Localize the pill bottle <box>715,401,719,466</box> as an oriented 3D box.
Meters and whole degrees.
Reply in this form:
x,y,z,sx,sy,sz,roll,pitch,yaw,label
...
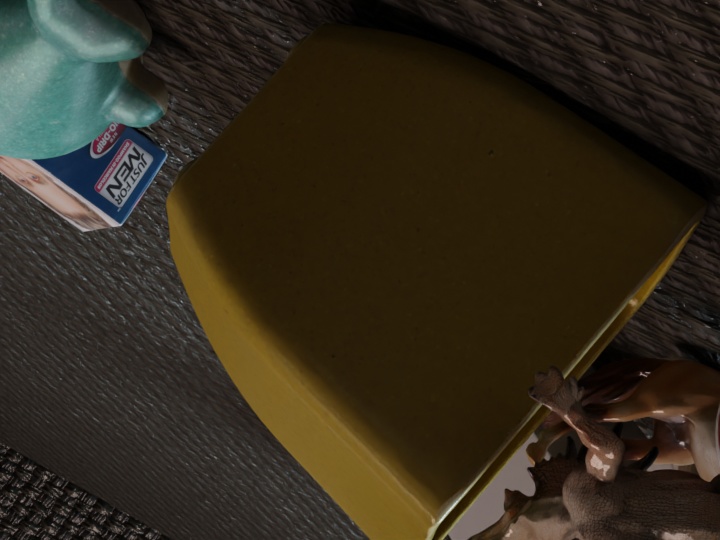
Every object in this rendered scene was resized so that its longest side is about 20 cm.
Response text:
x,y,z,sx,sy,sz,roll,pitch,yaw,label
0.218,0.066,1.187,0.112,0.112,0.200,32,167,5,pill bottle

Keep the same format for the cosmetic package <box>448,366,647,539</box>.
x,y,z,sx,sy,sz,roll,pitch,yaw,label
0.131,0.155,1.548,0.085,0.108,0.200,-12,-127,-43,cosmetic package

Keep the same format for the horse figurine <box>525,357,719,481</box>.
x,y,z,sx,sy,sz,roll,pitch,yaw,label
0.171,0.102,1.347,0.200,0.132,0.050,46,163,35,horse figurine

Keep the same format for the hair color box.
x,y,z,sx,sy,sz,roll,pitch,yaw,label
-0.232,-0.107,1.761,0.200,0.061,0.100,36,168,-15,hair color box

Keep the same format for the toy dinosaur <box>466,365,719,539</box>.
x,y,z,sx,sy,sz,roll,pitch,yaw,label
0.136,0.112,1.157,0.199,0.086,0.136,16,171,21,toy dinosaur

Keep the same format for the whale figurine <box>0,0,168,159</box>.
x,y,z,sx,sy,sz,roll,pitch,yaw,label
-0.180,-0.119,1.484,0.159,0.104,0.200,37,167,-16,whale figurine

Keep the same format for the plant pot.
x,y,z,sx,sy,sz,roll,pitch,yaw,label
0.017,-0.002,1.280,0.200,0.194,0.196,40,168,7,plant pot

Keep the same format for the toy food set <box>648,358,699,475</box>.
x,y,z,sx,sy,sz,roll,pitch,yaw,label
0.191,0.164,1.435,0.060,0.201,0.143,-19,133,40,toy food set
